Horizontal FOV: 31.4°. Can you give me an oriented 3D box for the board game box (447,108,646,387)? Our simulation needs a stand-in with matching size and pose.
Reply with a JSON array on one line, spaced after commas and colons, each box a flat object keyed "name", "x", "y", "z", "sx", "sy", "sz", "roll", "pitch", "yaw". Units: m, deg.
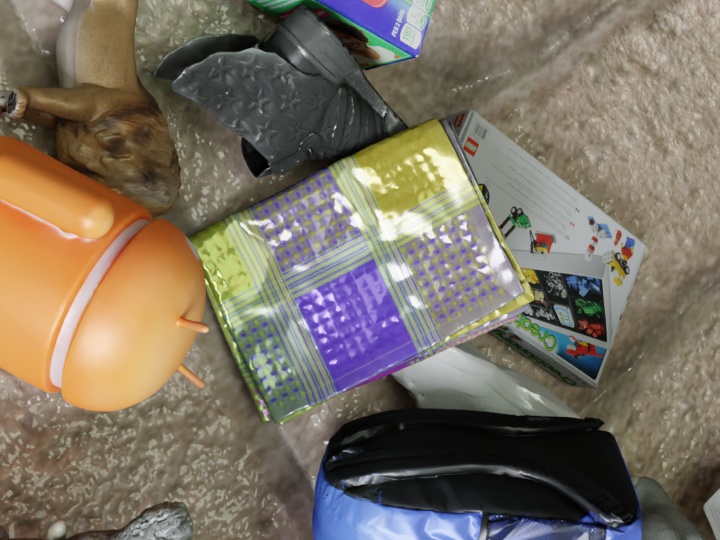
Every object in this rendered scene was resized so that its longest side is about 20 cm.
[{"name": "board game box", "x": 0.123, "y": -0.013, "z": 0.965, "sx": 0.199, "sy": 0.034, "sz": 0.127, "roll": 34, "pitch": 70, "yaw": -26}]

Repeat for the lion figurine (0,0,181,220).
[{"name": "lion figurine", "x": -0.162, "y": -0.131, "z": 0.772, "sx": 0.121, "sy": 0.072, "sz": 0.203, "roll": 6, "pitch": 81, "yaw": -39}]

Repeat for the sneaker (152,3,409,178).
[{"name": "sneaker", "x": -0.038, "y": -0.098, "z": 0.853, "sx": 0.104, "sy": 0.060, "sz": 0.200, "roll": -44, "pitch": 132, "yaw": -1}]

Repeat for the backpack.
[{"name": "backpack", "x": 0.065, "y": 0.182, "z": 0.822, "sx": 0.197, "sy": 0.163, "sz": 0.170, "roll": 7, "pitch": 100, "yaw": 1}]

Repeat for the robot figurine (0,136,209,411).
[{"name": "robot figurine", "x": -0.171, "y": 0.003, "z": 0.710, "sx": 0.198, "sy": 0.117, "sz": 0.145, "roll": 28, "pitch": 108, "yaw": 6}]

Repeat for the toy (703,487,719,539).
[{"name": "toy", "x": 0.360, "y": 0.165, "z": 1.094, "sx": 0.200, "sy": 0.047, "sz": 0.116, "roll": -40, "pitch": 120, "yaw": -16}]

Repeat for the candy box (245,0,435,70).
[{"name": "candy box", "x": -0.032, "y": -0.256, "z": 0.854, "sx": 0.199, "sy": 0.077, "sz": 0.171, "roll": 24, "pitch": 76, "yaw": -28}]

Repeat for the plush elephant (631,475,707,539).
[{"name": "plush elephant", "x": 0.210, "y": 0.278, "z": 0.944, "sx": 0.153, "sy": 0.200, "sz": 0.167, "roll": -21, "pitch": 107, "yaw": -12}]

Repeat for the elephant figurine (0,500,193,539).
[{"name": "elephant figurine", "x": -0.196, "y": 0.182, "z": 0.654, "sx": 0.140, "sy": 0.199, "sz": 0.157, "roll": 21, "pitch": 71, "yaw": -28}]

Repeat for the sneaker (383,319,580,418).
[{"name": "sneaker", "x": 0.063, "y": 0.095, "z": 0.910, "sx": 0.199, "sy": 0.075, "sz": 0.089, "roll": 32, "pitch": 96, "yaw": -21}]

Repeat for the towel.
[{"name": "towel", "x": 0.000, "y": 0.000, "z": 0.838, "sx": 0.198, "sy": 0.023, "sz": 0.145, "roll": -24, "pitch": 93, "yaw": -2}]
